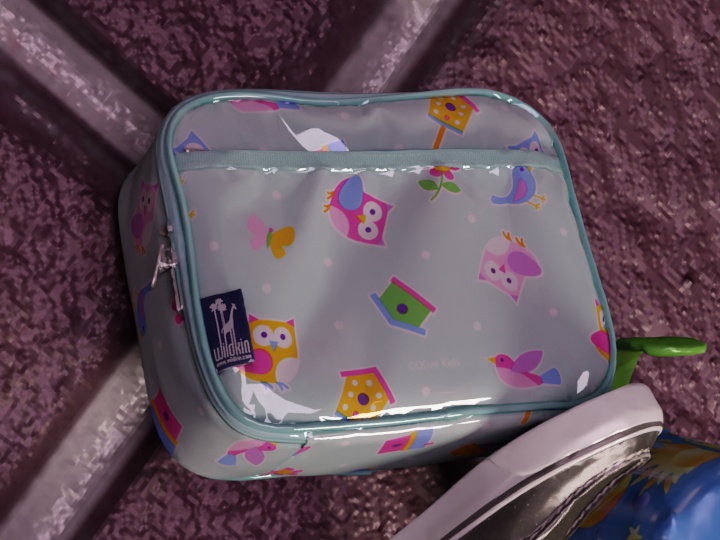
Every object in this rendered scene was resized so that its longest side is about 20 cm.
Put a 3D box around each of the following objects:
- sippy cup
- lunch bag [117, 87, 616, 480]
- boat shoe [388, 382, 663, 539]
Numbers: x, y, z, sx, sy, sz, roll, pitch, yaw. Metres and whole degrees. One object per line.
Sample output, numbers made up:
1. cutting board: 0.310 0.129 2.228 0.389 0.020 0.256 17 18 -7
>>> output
1. sippy cup: 0.134 0.128 0.859 0.140 0.130 0.178 -40 101 -22
2. lunch bag: 0.000 0.000 0.823 0.199 0.077 0.161 -2 70 -26
3. boat shoe: 0.051 0.124 0.813 0.200 0.071 0.064 -40 69 13
